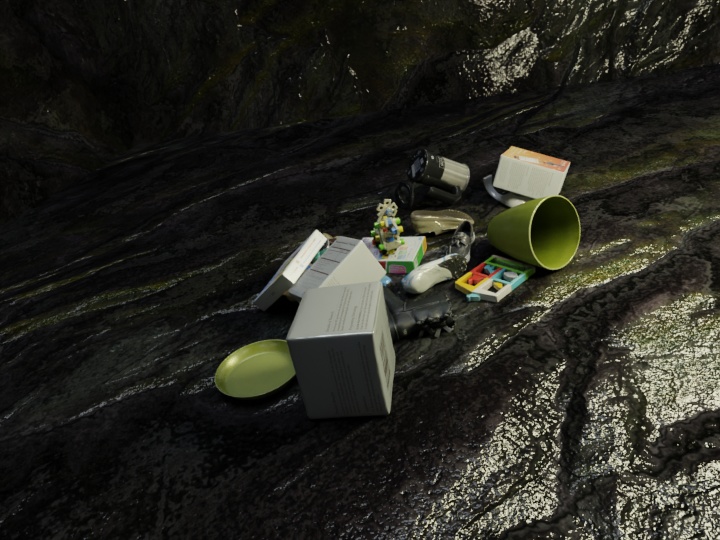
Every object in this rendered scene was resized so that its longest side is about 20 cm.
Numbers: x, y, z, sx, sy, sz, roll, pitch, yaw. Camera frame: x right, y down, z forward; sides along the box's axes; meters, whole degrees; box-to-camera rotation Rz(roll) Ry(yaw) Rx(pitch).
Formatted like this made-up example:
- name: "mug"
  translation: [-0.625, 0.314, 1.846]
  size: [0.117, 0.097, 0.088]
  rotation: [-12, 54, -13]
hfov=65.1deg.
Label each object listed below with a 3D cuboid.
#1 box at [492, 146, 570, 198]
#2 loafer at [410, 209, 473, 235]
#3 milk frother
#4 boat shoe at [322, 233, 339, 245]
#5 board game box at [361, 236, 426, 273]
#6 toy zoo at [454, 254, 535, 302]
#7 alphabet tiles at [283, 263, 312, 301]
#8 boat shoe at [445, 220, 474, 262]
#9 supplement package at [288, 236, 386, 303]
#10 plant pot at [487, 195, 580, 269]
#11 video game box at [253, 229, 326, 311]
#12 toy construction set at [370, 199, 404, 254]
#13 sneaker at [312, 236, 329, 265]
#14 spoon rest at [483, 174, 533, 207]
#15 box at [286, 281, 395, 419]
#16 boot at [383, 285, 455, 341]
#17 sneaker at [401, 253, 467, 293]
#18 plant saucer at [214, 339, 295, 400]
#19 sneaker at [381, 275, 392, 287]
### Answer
- name: "box"
  translation: [0.547, -0.309, 1.805]
  size: [0.200, 0.107, 0.152]
  rotation: [20, 29, 18]
- name: "loafer"
  translation: [0.249, -0.146, 1.741]
  size: [0.199, 0.068, 0.076]
  rotation: [3, 29, -6]
- name: "milk frother"
  translation: [0.243, -0.299, 1.966]
  size: [0.188, 0.181, 0.200]
  rotation: [14, -17, -28]
- name: "boat shoe"
  translation: [-0.095, -0.064, 1.717]
  size: [0.072, 0.072, 0.200]
  rotation: [-32, 27, -18]
- name: "board game box"
  translation: [0.079, -0.047, 1.646]
  size: [0.199, 0.040, 0.153]
  rotation: [1, 30, 22]
- name: "toy zoo"
  translation: [0.335, 0.024, 1.440]
  size: [0.200, 0.021, 0.131]
  rotation: [-31, 33, -32]
- name: "alphabet tiles"
  translation: [-0.139, 0.030, 1.615]
  size: [0.195, 0.015, 0.200]
  rotation: [-27, 31, -25]
- name: "boat shoe"
  translation: [0.286, -0.082, 1.605]
  size: [0.070, 0.066, 0.200]
  rotation: [3, 31, 26]
- name: "supplement package"
  translation: [-0.057, 0.028, 1.399]
  size: [0.200, 0.117, 0.117]
  rotation: [-48, 29, -17]
- name: "plant pot"
  translation: [0.437, -0.101, 1.495]
  size: [0.187, 0.188, 0.200]
  rotation: [-27, 17, -26]
- name: "video game box"
  translation: [-0.189, 0.002, 1.507]
  size: [0.200, 0.047, 0.182]
  rotation: [-38, 12, 50]
- name: "toy construction set"
  translation: [0.071, -0.121, 1.602]
  size: [0.092, 0.131, 0.200]
  rotation: [-9, 28, 3]
- name: "sneaker"
  translation: [-0.096, 0.000, 1.579]
  size: [0.074, 0.088, 0.200]
  rotation: [-12, 52, 14]
- name: "spoon rest"
  translation: [0.490, -0.250, 1.863]
  size: [0.099, 0.061, 0.200]
  rotation: [-27, 45, -24]
- name: "box"
  translation: [-0.030, 0.159, 1.143]
  size: [0.171, 0.199, 0.200]
  rotation: [-7, 27, 10]
- name: "boot"
  translation: [0.129, 0.088, 1.348]
  size: [0.162, 0.073, 0.198]
  rotation: [-15, 35, -3]
- name: "sneaker"
  translation: [0.195, 0.002, 1.485]
  size: [0.200, 0.072, 0.072]
  rotation: [-22, 22, -25]
- name: "plant saucer"
  translation: [-0.226, 0.227, 1.270]
  size: [0.199, 0.031, 0.200]
  rotation: [-9, 28, 5]
- name: "sneaker"
  translation: [0.000, 0.000, 1.528]
  size: [0.200, 0.090, 0.078]
  rotation: [25, 43, 35]
